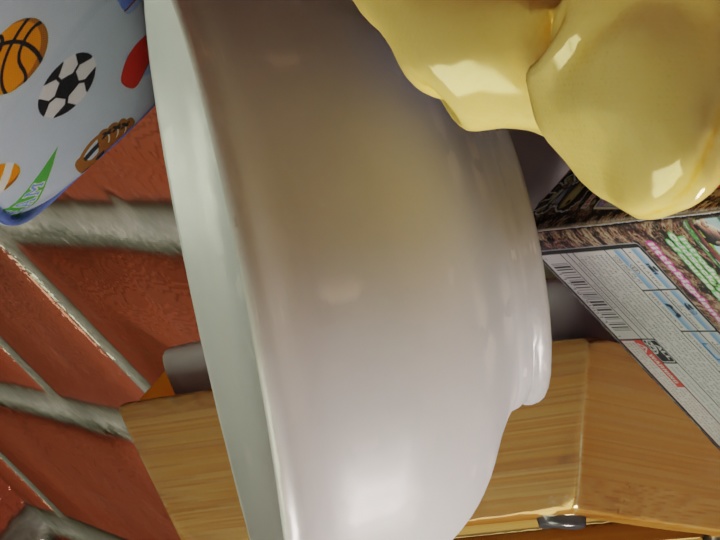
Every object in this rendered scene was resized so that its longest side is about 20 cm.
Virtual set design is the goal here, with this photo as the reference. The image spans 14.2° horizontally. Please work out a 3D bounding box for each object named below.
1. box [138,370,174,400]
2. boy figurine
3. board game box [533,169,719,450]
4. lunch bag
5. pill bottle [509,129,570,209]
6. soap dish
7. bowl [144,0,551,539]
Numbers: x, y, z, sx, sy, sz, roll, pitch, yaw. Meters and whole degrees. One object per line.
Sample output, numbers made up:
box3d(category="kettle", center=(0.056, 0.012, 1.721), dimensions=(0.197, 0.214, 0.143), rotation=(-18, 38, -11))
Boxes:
box3d(category="box", center=(-0.058, 0.145, 1.817), dimensions=(0.119, 0.042, 0.200), rotation=(33, 165, 31))
box3d(category="boy figurine", center=(0.050, -0.063, 0.714), dimensions=(0.124, 0.065, 0.200), rotation=(18, -170, -12))
box3d(category="board game box", center=(0.161, 0.007, 0.772), dimensions=(0.159, 0.097, 0.200), rotation=(46, 165, -14))
box3d(category="lunch bag", center=(-0.087, -0.117, 0.871), dimensions=(0.075, 0.200, 0.160), rotation=(37, 178, 23))
box3d(category="pill bottle", center=(0.009, -0.033, 1.024), dimensions=(0.106, 0.106, 0.200), rotation=(42, 165, 2))
box3d(category="soap dish", center=(0.039, 0.061, 1.026), dimensions=(0.199, 0.082, 0.157), rotation=(-9, 167, 35))
box3d(category="bowl", center=(0.000, 0.000, 0.837), dimensions=(0.201, 0.090, 0.202), rotation=(168, 90, -82))
